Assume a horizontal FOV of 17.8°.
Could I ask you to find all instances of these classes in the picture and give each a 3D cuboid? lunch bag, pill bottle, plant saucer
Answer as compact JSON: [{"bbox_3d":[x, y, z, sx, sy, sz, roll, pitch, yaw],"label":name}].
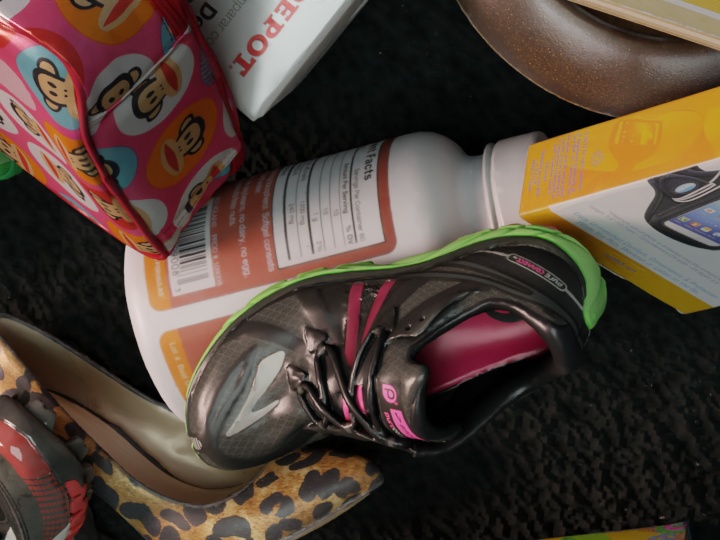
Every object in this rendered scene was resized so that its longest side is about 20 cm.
[{"bbox_3d":[-0.145,-0.102,0.998,0.176,0.200,0.082,34,75,20],"label":"lunch bag"},{"bbox_3d":[0.000,0.000,1.075,0.199,0.112,0.113,-14,105,15],"label":"pill bottle"},{"bbox_3d":[0.128,-0.165,0.986,0.199,0.032,0.201,2,80,-9],"label":"plant saucer"}]

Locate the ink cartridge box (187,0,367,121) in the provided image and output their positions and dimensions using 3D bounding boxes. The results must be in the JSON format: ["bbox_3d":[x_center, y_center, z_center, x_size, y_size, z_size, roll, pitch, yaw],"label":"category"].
[{"bbox_3d":[-0.071,-0.190,1.042,0.200,0.084,0.146,39,110,-3],"label":"ink cartridge box"}]

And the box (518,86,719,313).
[{"bbox_3d":[0.179,-0.036,0.967,0.200,0.042,0.119,-17,145,43],"label":"box"}]

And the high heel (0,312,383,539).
[{"bbox_3d":[-0.096,0.074,1.137,0.199,0.071,0.143,-12,111,24],"label":"high heel"}]

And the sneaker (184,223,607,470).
[{"bbox_3d":[0.008,0.040,0.983,0.199,0.084,0.077,-23,116,19],"label":"sneaker"}]

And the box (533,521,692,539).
[{"bbox_3d":[0.076,0.243,1.134,0.199,0.122,0.194,-8,105,13],"label":"box"}]

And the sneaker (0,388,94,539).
[{"bbox_3d":[-0.191,0.134,1.122,0.071,0.098,0.201,43,143,8],"label":"sneaker"}]

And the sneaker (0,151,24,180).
[{"bbox_3d":[-0.245,-0.012,1.139,0.200,0.074,0.084,-43,92,20],"label":"sneaker"}]

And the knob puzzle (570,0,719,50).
[{"bbox_3d":[0.165,-0.180,0.923,0.219,0.221,0.030,0,152,11],"label":"knob puzzle"}]
